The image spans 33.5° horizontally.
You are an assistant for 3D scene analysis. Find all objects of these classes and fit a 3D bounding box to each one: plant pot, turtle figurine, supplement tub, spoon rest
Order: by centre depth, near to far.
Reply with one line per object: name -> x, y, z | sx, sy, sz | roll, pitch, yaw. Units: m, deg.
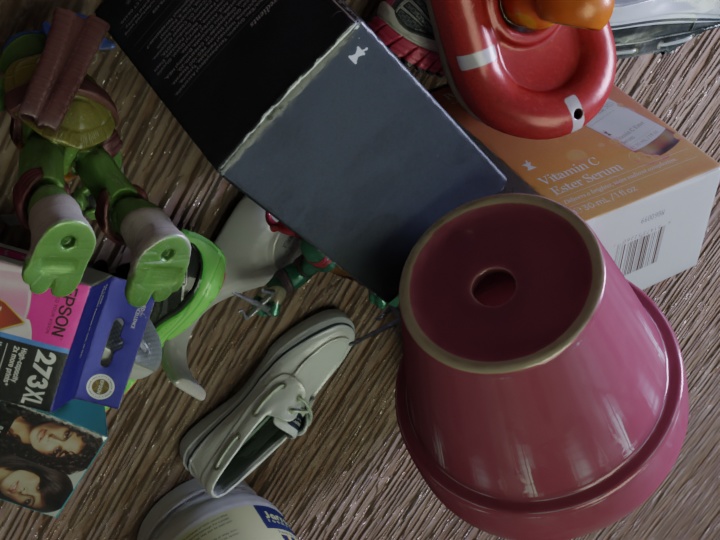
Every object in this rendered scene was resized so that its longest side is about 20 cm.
turtle figurine -> -0.198, -0.042, 0.725 | 0.200, 0.194, 0.144 | -37, 142, -2
plant pot -> 0.108, 0.053, 0.781 | 0.200, 0.200, 0.179 | -36, 144, -7
turtle figurine -> 0.000, 0.000, 0.923 | 0.200, 0.149, 0.101 | 3, 95, -58
spoon rest -> -0.096, 0.004, 0.964 | 0.200, 0.060, 0.099 | -54, 142, -6
supplement tub -> -0.109, 0.297, 1.089 | 0.144, 0.200, 0.146 | -22, 136, -22

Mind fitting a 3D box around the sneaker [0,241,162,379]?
sneaker -> -0.234, 0.030, 0.831 | 0.199, 0.071, 0.080 | 26, 123, -19

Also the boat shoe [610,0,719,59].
boat shoe -> 0.262, -0.225, 1.041 | 0.199, 0.072, 0.071 | -9, 140, -20

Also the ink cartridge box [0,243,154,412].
ink cartridge box -> -0.237, 0.031, 0.765 | 0.199, 0.037, 0.095 | 16, 107, -20

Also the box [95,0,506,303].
box -> -0.037, -0.113, 0.786 | 0.124, 0.197, 0.200 | -46, 140, 5

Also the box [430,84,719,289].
box -> 0.164, -0.074, 0.981 | 0.152, 0.200, 0.107 | -22, 137, -23

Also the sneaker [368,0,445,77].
sneaker -> 0.100, -0.184, 0.927 | 0.199, 0.081, 0.075 | 5, 119, -41

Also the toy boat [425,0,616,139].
toy boat -> 0.124, -0.186, 0.821 | 0.130, 0.131, 0.201 | -27, 116, -17

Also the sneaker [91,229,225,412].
sneaker -> -0.188, 0.038, 0.911 | 0.084, 0.077, 0.200 | 40, 102, -18

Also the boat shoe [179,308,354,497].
boat shoe -> -0.071, 0.124, 1.071 | 0.200, 0.067, 0.074 | -45, 141, 3

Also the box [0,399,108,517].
box -> -0.286, 0.101, 0.840 | 0.199, 0.049, 0.083 | 26, 108, -27
